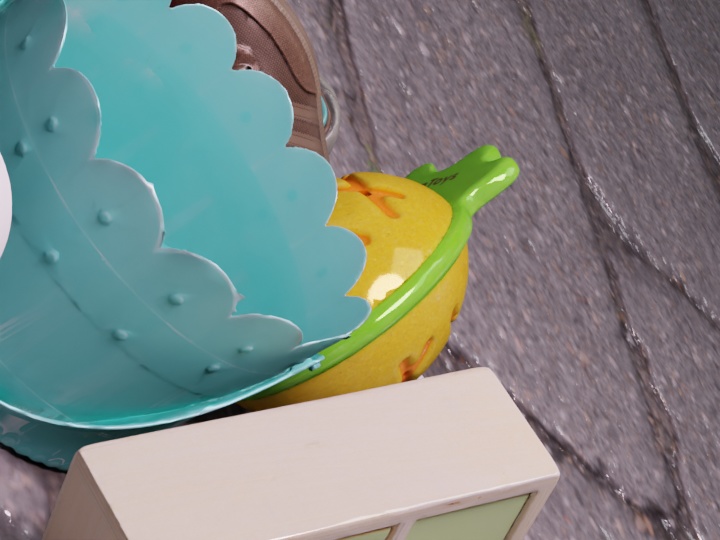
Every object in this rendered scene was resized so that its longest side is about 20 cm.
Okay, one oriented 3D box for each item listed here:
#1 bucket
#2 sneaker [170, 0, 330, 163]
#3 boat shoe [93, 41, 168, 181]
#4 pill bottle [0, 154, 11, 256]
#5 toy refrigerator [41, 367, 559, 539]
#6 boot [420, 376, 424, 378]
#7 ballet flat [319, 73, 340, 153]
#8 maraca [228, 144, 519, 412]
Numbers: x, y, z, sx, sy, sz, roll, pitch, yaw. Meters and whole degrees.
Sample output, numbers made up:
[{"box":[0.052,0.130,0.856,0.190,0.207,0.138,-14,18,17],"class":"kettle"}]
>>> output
[{"box":[-0.109,-0.022,1.015,0.207,0.135,0.207,45,22,-24],"class":"bucket"},{"box":[-0.052,-0.065,1.235,0.076,0.070,0.200,-77,150,-57],"class":"sneaker"},{"box":[-0.106,-0.056,1.138,0.200,0.091,0.071,46,23,-26],"class":"boat shoe"},{"box":[-0.201,-0.005,0.815,0.114,0.114,0.200,55,20,-3],"class":"pill bottle"},{"box":[-0.022,0.103,0.963,0.200,0.076,0.070,-9,51,-35],"class":"toy refrigerator"},{"box":[0.003,0.104,1.160,0.096,0.074,0.200,28,34,-63],"class":"boot"},{"box":[-0.075,-0.144,1.405,0.200,0.067,0.064,61,-6,12],"class":"ballet flat"},{"box":[0.000,0.000,1.149,0.200,0.137,0.107,-48,116,-40],"class":"maraca"}]
